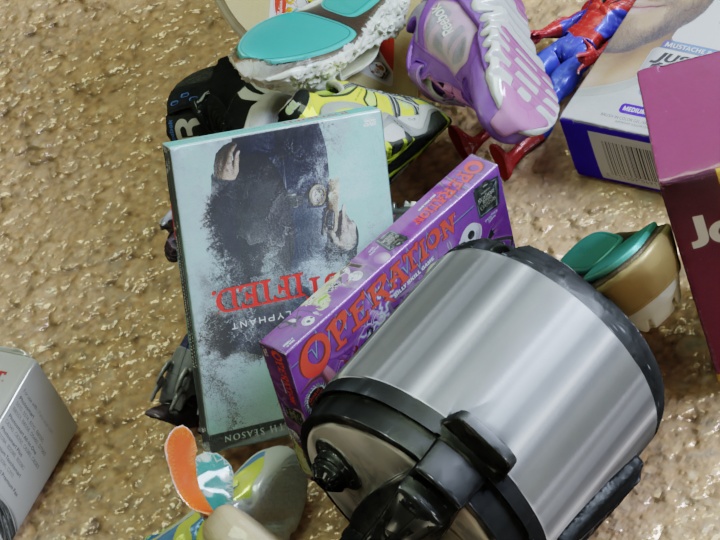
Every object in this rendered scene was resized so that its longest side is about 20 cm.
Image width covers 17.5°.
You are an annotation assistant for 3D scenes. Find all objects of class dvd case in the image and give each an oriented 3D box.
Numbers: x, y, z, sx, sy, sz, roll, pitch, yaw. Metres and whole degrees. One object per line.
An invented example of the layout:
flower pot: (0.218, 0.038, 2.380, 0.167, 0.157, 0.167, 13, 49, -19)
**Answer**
dvd case: (-0.044, 0.005, 1.491, 0.145, 0.201, 0.022, -11, 16, -19)

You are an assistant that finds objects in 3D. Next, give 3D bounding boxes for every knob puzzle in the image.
knob puzzle: (-0.046, -0.202, 1.727, 0.030, 0.219, 0.220, -42, 30, 42)

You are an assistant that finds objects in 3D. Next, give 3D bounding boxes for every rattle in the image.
rattle: (-0.071, 0.209, 1.379, 0.200, 0.130, 0.143, 36, 104, 5)

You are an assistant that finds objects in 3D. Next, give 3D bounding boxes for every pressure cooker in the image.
pressure cooker: (0.062, 0.103, 1.394, 0.178, 0.176, 0.200, 20, 57, 39)

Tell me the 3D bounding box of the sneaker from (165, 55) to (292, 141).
sneaker: (-0.094, -0.097, 1.699, 0.111, 0.073, 0.200, -13, 25, 17)

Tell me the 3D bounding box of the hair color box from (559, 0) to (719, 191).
hair color box: (0.235, -0.147, 1.625, 0.109, 0.065, 0.200, 14, 55, 33)

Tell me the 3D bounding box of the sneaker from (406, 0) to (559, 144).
sneaker: (0.076, -0.142, 1.626, 0.088, 0.081, 0.200, -32, 33, 15)

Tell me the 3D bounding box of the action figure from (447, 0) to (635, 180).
action figure: (0.148, -0.152, 1.679, 0.065, 0.052, 0.200, 24, 60, 42)

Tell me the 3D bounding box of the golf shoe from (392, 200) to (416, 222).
golf shoe: (0.000, 0.000, 1.599, 0.199, 0.077, 0.088, 0, 72, 23)

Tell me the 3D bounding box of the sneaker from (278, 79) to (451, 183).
sneaker: (0.005, -0.101, 1.603, 0.076, 0.200, 0.075, 45, 103, 7)

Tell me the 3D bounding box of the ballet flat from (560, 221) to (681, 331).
ballet flat: (0.170, 0.007, 1.445, 0.069, 0.063, 0.200, -40, 3, -1)

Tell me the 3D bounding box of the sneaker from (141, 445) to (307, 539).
sneaker: (-0.122, 0.180, 1.470, 0.105, 0.076, 0.200, 20, 61, 36)

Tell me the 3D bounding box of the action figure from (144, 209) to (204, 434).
action figure: (-0.078, 0.012, 1.554, 0.130, 0.069, 0.201, 15, 84, 28)

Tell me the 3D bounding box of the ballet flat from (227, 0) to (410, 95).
ballet flat: (-0.021, -0.156, 1.642, 0.072, 0.072, 0.200, 12, 31, 30)

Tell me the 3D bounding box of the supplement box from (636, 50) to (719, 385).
supplement box: (0.256, -0.038, 1.421, 0.130, 0.200, 0.103, -14, 46, 12)

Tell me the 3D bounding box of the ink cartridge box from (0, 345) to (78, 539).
ink cartridge box: (-0.303, 0.147, 1.568, 0.146, 0.084, 0.200, 9, 54, 31)

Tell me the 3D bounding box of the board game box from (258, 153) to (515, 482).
board game box: (0.025, 0.031, 1.474, 0.032, 0.120, 0.200, 22, 53, 41)
